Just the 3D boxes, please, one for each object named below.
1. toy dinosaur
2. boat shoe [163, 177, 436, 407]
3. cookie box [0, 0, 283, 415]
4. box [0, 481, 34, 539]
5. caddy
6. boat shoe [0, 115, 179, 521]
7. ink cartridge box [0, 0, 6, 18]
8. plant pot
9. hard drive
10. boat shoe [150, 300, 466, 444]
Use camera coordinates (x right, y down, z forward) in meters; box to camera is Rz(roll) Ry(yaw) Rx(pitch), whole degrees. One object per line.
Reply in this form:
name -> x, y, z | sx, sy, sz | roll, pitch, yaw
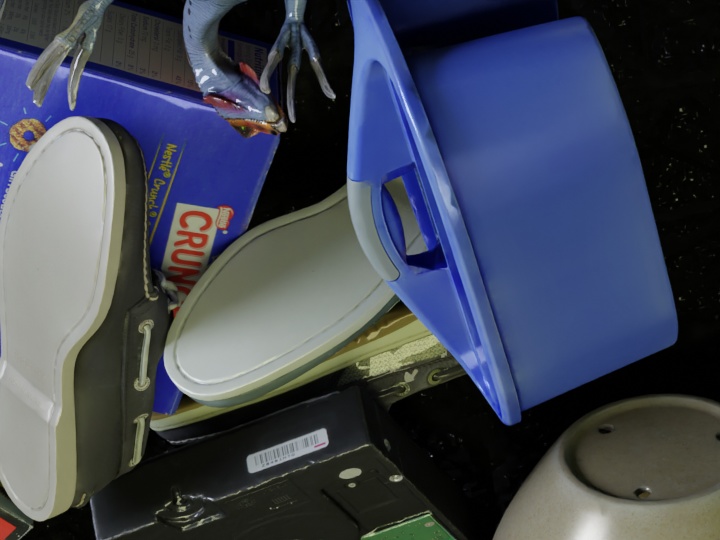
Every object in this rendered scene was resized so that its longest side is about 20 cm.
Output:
toy dinosaur -> -0.033, -0.126, 1.027 | 0.105, 0.181, 0.200 | 32, 79, 0
boat shoe -> 0.000, 0.000, 1.157 | 0.200, 0.073, 0.062 | -42, 147, -21
cookie box -> -0.152, -0.040, 1.164 | 0.200, 0.075, 0.171 | 15, 124, -12
box -> -0.273, 0.138, 1.310 | 0.137, 0.040, 0.200 | 36, 117, -23
caddy -> 0.047, -0.033, 1.034 | 0.105, 0.141, 0.200 | -20, 130, -1
boat shoe -> -0.112, 0.016, 1.135 | 0.063, 0.073, 0.200 | -17, 133, -37
ink cartridge box -> -0.148, -0.174, 0.922 | 0.094, 0.044, 0.200 | 27, 127, 2
plant pot -> 0.141, 0.137, 1.231 | 0.200, 0.200, 0.135 | -7, 120, 4
hard drive -> -0.024, 0.126, 1.264 | 0.140, 0.038, 0.200 | -21, 148, 14
boat shoe -> -0.004, 0.043, 1.232 | 0.201, 0.072, 0.066 | -24, 118, 9
